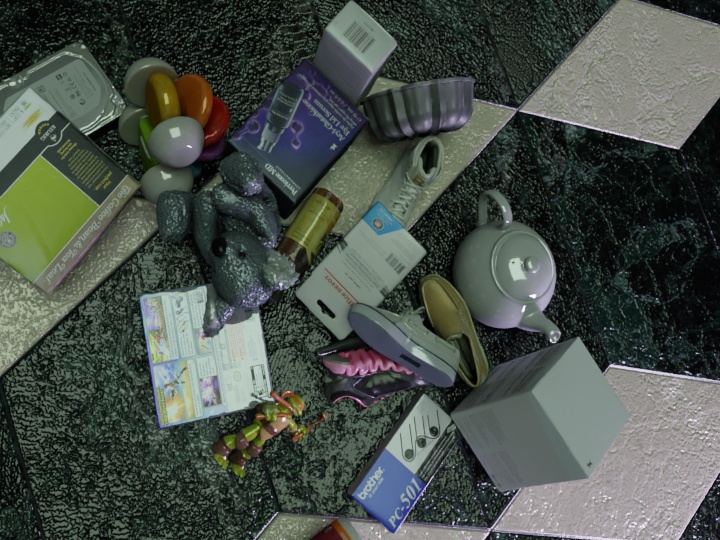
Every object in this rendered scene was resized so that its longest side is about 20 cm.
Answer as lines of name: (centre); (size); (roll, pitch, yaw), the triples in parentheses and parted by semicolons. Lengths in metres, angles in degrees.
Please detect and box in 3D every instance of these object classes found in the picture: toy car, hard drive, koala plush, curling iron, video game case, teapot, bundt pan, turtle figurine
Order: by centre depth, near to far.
koala plush: (-0.176, -0.027, 0.999); (0.175, 0.184, 0.203); (-28, 55, 7)
turtle figurine: (-0.143, 0.231, 1.015); (0.160, 0.200, 0.065); (-38, 64, -1)
toy car: (-0.274, -0.212, 1.037); (0.147, 0.201, 0.177); (-13, 63, -33)
video game case: (-0.238, 0.125, 1.055); (0.177, 0.045, 0.205); (-9, 83, -18)
hard drive: (-0.479, -0.251, 1.060); (0.198, 0.038, 0.141); (-36, 91, -17)
curling iron: (0.004, 0.104, 1.099); (0.197, 0.025, 0.051); (-16, 125, -36)
bundt pan: (0.101, -0.264, 1.143); (0.197, 0.201, 0.078); (-13, 97, -17)
teapot: (0.257, -0.004, 1.160); (0.197, 0.146, 0.201); (25, 74, -9)

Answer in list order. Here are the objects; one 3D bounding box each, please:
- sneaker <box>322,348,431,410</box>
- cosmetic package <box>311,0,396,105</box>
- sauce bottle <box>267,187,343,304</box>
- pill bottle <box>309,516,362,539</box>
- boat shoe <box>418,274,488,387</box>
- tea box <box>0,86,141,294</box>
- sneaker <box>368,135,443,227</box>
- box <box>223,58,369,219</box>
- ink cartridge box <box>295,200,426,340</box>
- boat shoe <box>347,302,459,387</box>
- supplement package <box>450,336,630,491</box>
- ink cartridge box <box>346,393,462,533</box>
sneaker: (0.026, 0.181, 1.114); (0.195, 0.079, 0.098); (6, 105, -18)
cosmetic package: (-0.022, -0.332, 1.112); (0.101, 0.200, 0.074); (42, 73, -5)
sauce bottle: (-0.100, -0.039, 1.113); (0.065, 0.066, 0.202); (33, 76, -7)
pill bottle: (-0.075, 0.470, 1.005); (0.198, 0.109, 0.111); (-33, 90, -18)
boat shoe: (0.157, 0.100, 1.140); (0.071, 0.076, 0.203); (-31, 88, 17)
tea box: (-0.454, -0.107, 0.966); (0.197, 0.133, 0.201); (43, 75, -18)
sneaker: (0.076, -0.136, 1.150); (0.072, 0.115, 0.204); (26, 76, -11)
box: (-0.107, -0.213, 1.119); (0.147, 0.104, 0.201); (40, 72, -6)
ink cartridge box: (0.000, 0.000, 1.111); (0.116, 0.068, 0.200); (44, 95, -3)
boat shoe: (0.076, 0.094, 1.071); (0.199, 0.075, 0.087); (32, 56, -6)
supplement package: (0.281, 0.231, 1.078); (0.150, 0.199, 0.153); (-35, 90, -37)
ink cartridge box: (0.074, 0.310, 1.108); (0.094, 0.044, 0.201); (40, 73, -4)
